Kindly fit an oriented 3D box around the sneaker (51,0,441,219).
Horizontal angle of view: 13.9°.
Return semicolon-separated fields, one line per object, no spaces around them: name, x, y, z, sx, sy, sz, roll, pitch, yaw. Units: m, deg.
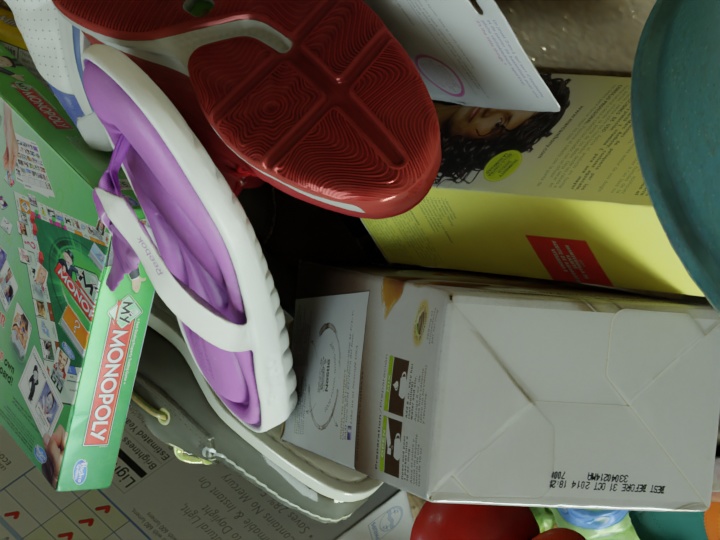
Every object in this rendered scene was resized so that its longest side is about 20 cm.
sneaker;-0.029;-0.062;1.157;0.200;0.078;0.116;40;170;36

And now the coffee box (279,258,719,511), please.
coffee box;0.050;0.042;1.163;0.114;0.080;0.200;4;-178;-18

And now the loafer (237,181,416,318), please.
loafer;0.000;0.000;1.286;0.200;0.071;0.073;42;-177;-39

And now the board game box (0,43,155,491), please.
board game box;-0.151;-0.010;1.308;0.200;0.029;0.135;43;125;49

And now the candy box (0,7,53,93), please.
candy box;-0.123;-0.054;1.368;0.200;0.026;0.102;23;122;30

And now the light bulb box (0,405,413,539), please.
light bulb box;-0.104;0.145;1.440;0.198;0.200;0.125;39;156;37

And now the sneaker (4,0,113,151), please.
sneaker;-0.142;-0.155;1.238;0.115;0.081;0.199;15;137;44

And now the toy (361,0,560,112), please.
toy;-0.004;-0.122;1.141;0.200;0.047;0.115;8;142;52

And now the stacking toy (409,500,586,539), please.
stacking toy;0.103;0.147;1.175;0.200;0.085;0.085;30;151;29

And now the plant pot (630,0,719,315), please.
plant pot;0.203;-0.078;0.818;0.200;0.200;0.196;37;145;5

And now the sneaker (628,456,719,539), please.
sneaker;0.171;0.107;1.134;0.200;0.071;0.080;-14;81;60

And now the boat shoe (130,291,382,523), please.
boat shoe;-0.068;0.047;1.308;0.202;0.072;0.060;41;127;24

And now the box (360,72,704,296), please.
box;0.088;-0.035;1.127;0.200;0.075;0.050;6;137;45

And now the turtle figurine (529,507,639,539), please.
turtle figurine;0.103;0.171;1.305;0.144;0.200;0.194;-16;156;8

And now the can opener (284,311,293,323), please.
can opener;-0.017;0.036;1.378;0.200;0.053;0.067;31;152;14

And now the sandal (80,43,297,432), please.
sandal;-0.072;0.000;1.158;0.082;0.050;0.203;35;156;43

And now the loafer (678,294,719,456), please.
loafer;0.156;0.031;1.130;0.200;0.076;0.068;-22;78;57
